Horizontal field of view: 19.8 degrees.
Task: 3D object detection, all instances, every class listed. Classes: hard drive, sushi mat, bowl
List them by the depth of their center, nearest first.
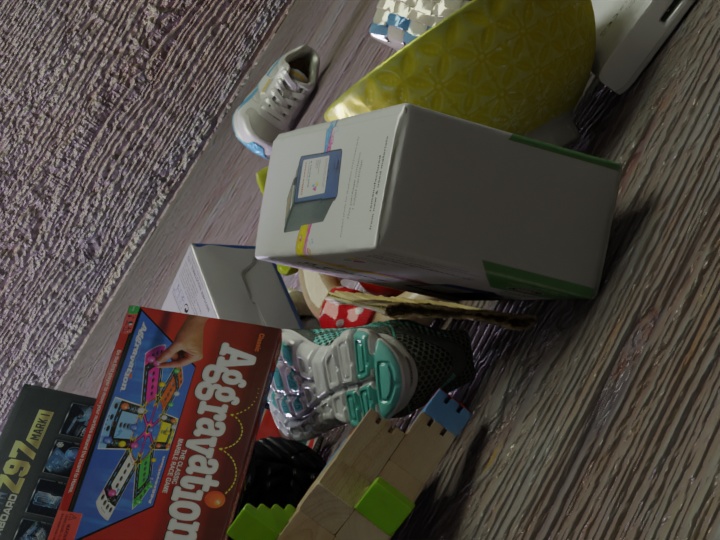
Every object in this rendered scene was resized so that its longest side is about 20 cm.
[{"bbox_3d":[0.041,0.025,1.321,0.200,0.095,0.012,-172,89,-78],"label":"sushi mat"},{"bbox_3d":[0.086,-0.113,1.384,0.200,0.108,0.200,-32,-1,-1],"label":"bowl"},{"bbox_3d":[0.198,-0.200,1.449,0.132,0.027,0.200,-54,12,11],"label":"hard drive"}]

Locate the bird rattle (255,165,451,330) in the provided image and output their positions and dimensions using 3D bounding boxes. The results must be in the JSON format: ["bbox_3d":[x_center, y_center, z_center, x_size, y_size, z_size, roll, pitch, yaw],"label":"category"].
[{"bbox_3d":[0.000,0.000,1.471,0.163,0.113,0.200,-25,48,15],"label":"bird rattle"}]

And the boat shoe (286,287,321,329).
[{"bbox_3d":[-0.053,0.059,1.666,0.075,0.068,0.200,-53,12,0],"label":"boat shoe"}]

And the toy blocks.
[{"bbox_3d":[-0.010,0.145,1.204,0.200,0.100,0.137,-55,-3,38],"label":"toy blocks"}]

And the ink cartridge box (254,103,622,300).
[{"bbox_3d":[0.041,-0.035,1.234,0.200,0.145,0.088,1,79,67],"label":"ink cartridge box"}]

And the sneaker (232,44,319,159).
[{"bbox_3d":[-0.111,-0.230,2.761,0.081,0.076,0.200,-44,18,40],"label":"sneaker"}]

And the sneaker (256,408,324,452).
[{"bbox_3d":[-0.112,0.162,1.559,0.200,0.093,0.070,-46,14,41],"label":"sneaker"}]

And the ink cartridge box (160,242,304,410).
[{"bbox_3d":[-0.119,0.096,1.629,0.200,0.076,0.137,-61,37,34],"label":"ink cartridge box"}]

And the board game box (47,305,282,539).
[{"bbox_3d":[-0.118,0.108,1.268,0.019,0.103,0.200,93,-172,-48],"label":"board game box"}]

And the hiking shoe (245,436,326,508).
[{"bbox_3d":[-0.067,0.210,1.327,0.101,0.075,0.200,103,-175,-50],"label":"hiking shoe"}]

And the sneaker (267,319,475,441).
[{"bbox_3d":[0.004,0.067,1.336,0.200,0.091,0.078,0,99,60],"label":"sneaker"}]

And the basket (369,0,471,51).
[{"bbox_3d":[0.107,-0.243,1.588,0.139,0.176,0.201,16,90,40],"label":"basket"}]

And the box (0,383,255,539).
[{"bbox_3d":[-0.164,0.172,1.256,0.051,0.157,0.200,93,-169,-48],"label":"box"}]
